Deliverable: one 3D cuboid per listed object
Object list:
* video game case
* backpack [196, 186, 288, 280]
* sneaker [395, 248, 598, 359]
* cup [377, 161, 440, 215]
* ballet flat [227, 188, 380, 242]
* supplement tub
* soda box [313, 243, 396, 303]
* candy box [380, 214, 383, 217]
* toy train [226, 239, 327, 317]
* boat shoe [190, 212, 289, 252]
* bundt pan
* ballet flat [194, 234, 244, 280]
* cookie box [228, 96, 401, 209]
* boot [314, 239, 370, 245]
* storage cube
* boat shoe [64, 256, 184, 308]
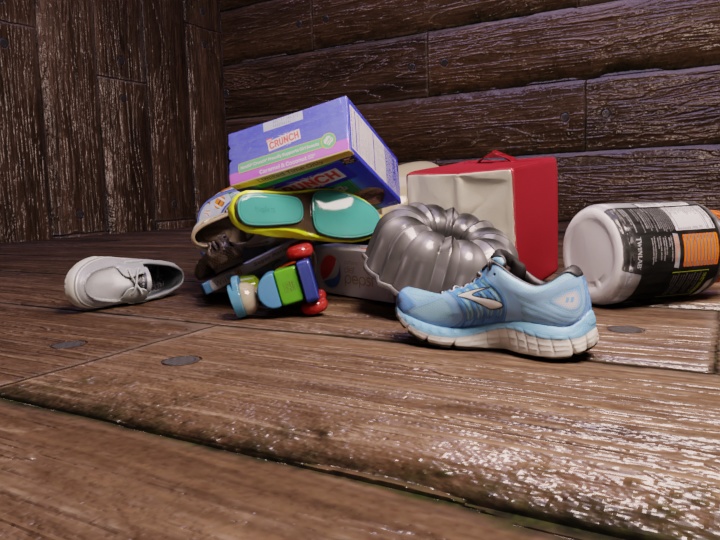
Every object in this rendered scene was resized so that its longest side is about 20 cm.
[{"bbox_3d":[-0.142,-0.016,0.958,0.197,0.018,0.143,-28,6,-14],"label":"video game case"},{"bbox_3d":[-0.180,-0.062,1.098,0.187,0.204,0.154,-15,6,-1],"label":"backpack"},{"bbox_3d":[0.123,0.024,0.612,0.197,0.092,0.078,1,7,33],"label":"sneaker"},{"bbox_3d":[0.064,-0.105,1.214,0.141,0.205,0.199,-3,6,-37],"label":"cup"},{"bbox_3d":[-0.073,-0.068,0.828,0.196,0.068,0.067,2,-11,-22],"label":"ballet flat"},{"bbox_3d":[0.370,-0.025,0.824,0.196,0.125,0.122,-3,7,-20],"label":"supplement tub"},{"bbox_3d":[0.000,0.000,0.946,0.063,0.070,0.198,-8,10,-41],"label":"soda box"},{"bbox_3d":[-0.021,-0.057,1.156,0.196,0.105,0.026,12,11,25],"label":"candy box"},{"bbox_3d":[-0.109,0.013,0.865,0.113,0.086,0.200,-16,8,-3],"label":"toy train"},{"bbox_3d":[-0.160,-0.069,0.990,0.196,0.074,0.065,-13,5,-9],"label":"boat shoe"},{"bbox_3d":[0.105,-0.024,0.796,0.198,0.077,0.203,12,23,-5],"label":"bundt pan"},{"bbox_3d":[-0.207,-0.019,0.933,0.067,0.047,0.200,-27,5,-18],"label":"ballet flat"},{"bbox_3d":[-0.054,-0.133,0.866,0.168,0.077,0.200,-12,-17,19],"label":"cookie box"},{"bbox_3d":[-0.001,-0.081,1.043,0.156,0.216,0.079,-2,8,40],"label":"boot"},{"bbox_3d":[0.184,-0.071,0.964,0.168,0.205,0.179,3,14,34],"label":"storage cube"},{"bbox_3d":[-0.328,0.012,0.930,0.070,0.072,0.200,-3,3,21],"label":"boat shoe"}]
